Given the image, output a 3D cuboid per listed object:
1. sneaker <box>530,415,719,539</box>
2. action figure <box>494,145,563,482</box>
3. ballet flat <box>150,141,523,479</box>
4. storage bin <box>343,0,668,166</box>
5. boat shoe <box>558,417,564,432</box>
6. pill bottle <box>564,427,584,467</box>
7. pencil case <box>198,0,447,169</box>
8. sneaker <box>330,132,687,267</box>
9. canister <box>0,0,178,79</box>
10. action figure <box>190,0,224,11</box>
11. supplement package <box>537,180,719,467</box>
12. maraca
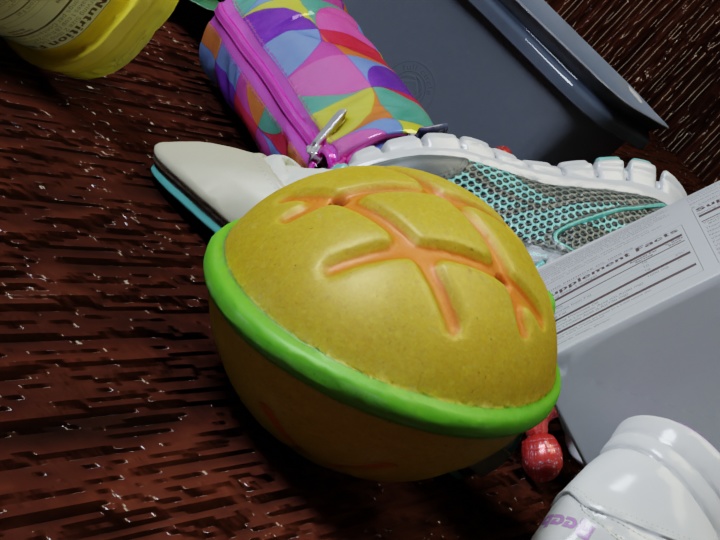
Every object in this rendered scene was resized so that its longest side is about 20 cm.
[{"bbox_3d":[0.127,0.157,1.070,0.075,0.100,0.200,-20,-75,55],"label":"sneaker"},{"bbox_3d":[0.068,0.024,1.347,0.200,0.065,0.052,-102,-172,-49],"label":"action figure"},{"bbox_3d":[0.000,0.000,1.194,0.200,0.069,0.069,45,10,10],"label":"ballet flat"},{"bbox_3d":[0.055,-0.105,1.626,0.200,0.134,0.146,48,11,20],"label":"storage bin"},{"bbox_3d":[0.126,0.028,1.488,0.200,0.062,0.073,-96,-178,-66],"label":"boat shoe"},{"bbox_3d":[0.192,0.110,1.347,0.200,0.111,0.111,38,11,-26],"label":"pill bottle"},{"bbox_3d":[-0.016,-0.076,1.399,0.088,0.088,0.200,36,11,-34],"label":"pencil case"},{"bbox_3d":[0.068,-0.007,1.279,0.200,0.078,0.091,-1,38,-18],"label":"sneaker"},{"bbox_3d":[-0.176,-0.164,1.141,0.149,0.087,0.200,48,13,29],"label":"canister"},{"bbox_3d":[-0.074,-0.164,1.621,0.118,0.055,0.200,42,6,12],"label":"action figure"},{"bbox_3d":[0.174,0.070,1.156,0.200,0.156,0.111,62,6,-16],"label":"supplement package"},{"bbox_3d":[0.012,0.012,1.048,0.137,0.107,0.200,28,19,1],"label":"maraca"}]
